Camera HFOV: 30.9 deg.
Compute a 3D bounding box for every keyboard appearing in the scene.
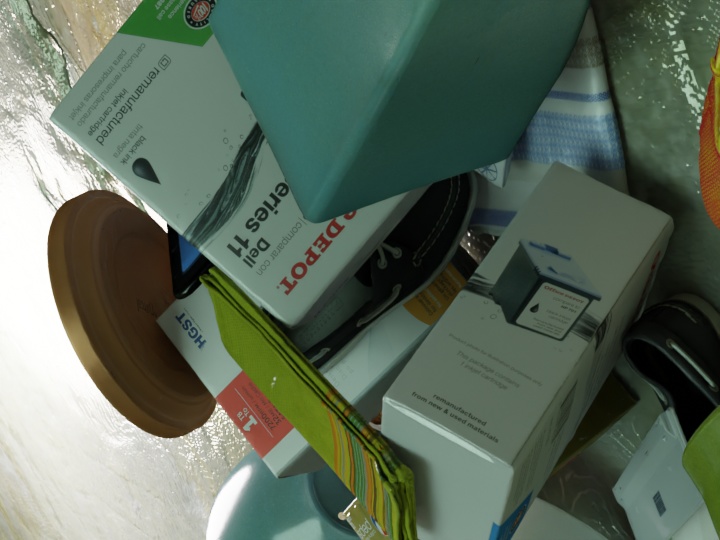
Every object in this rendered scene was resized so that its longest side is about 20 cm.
[{"bbox_3d":[0.189,0.141,0.830,0.200,0.011,0.056,84,163,-67],"label":"keyboard"}]

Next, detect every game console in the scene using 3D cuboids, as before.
[{"bbox_3d":[-0.111,-0.103,0.963,0.200,0.116,0.177,-118,12,-67],"label":"game console"}]

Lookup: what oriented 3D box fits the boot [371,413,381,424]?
[{"bbox_3d":[0.035,0.107,1.048,0.200,0.077,0.155,50,150,7],"label":"boot"}]

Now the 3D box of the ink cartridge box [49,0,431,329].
[{"bbox_3d":[-0.065,-0.081,0.807,0.200,0.147,0.083,40,-176,2],"label":"ink cartridge box"}]

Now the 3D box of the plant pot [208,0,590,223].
[{"bbox_3d":[0.029,-0.147,0.674,0.142,0.141,0.200,63,154,15],"label":"plant pot"}]

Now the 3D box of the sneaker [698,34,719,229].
[{"bbox_3d":[0.199,-0.094,0.656,0.073,0.077,0.201,33,141,32],"label":"sneaker"}]

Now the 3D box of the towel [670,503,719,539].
[{"bbox_3d":[0.270,0.198,0.840,0.200,0.031,0.150,13,126,49],"label":"towel"}]

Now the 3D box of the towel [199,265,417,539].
[{"bbox_3d":[-0.033,0.083,0.776,0.200,0.018,0.086,44,153,35],"label":"towel"}]

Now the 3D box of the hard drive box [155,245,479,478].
[{"bbox_3d":[-0.024,0.027,0.955,0.200,0.077,0.156,-45,73,13],"label":"hard drive box"}]

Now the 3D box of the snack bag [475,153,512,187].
[{"bbox_3d":[0.040,-0.176,0.818,0.188,0.021,0.201,38,139,28],"label":"snack bag"}]

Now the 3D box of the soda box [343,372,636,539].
[{"bbox_3d":[0.088,0.126,0.869,0.068,0.200,0.064,51,151,13],"label":"soda box"}]

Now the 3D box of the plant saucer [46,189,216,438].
[{"bbox_3d":[-0.164,0.029,0.995,0.032,0.200,0.201,-25,96,18],"label":"plant saucer"}]

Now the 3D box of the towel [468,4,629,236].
[{"bbox_3d":[0.100,-0.107,0.830,0.147,0.024,0.201,12,125,49],"label":"towel"}]

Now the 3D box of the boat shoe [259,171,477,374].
[{"bbox_3d":[0.000,0.000,0.874,0.076,0.060,0.200,41,101,18],"label":"boat shoe"}]

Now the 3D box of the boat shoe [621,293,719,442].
[{"bbox_3d":[0.216,0.115,0.790,0.073,0.063,0.201,-29,83,48],"label":"boat shoe"}]

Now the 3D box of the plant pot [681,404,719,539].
[{"bbox_3d":[0.272,0.134,0.660,0.193,0.200,0.201,57,150,27],"label":"plant pot"}]

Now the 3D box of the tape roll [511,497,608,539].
[{"bbox_3d":[0.105,0.267,0.964,0.202,0.139,0.203,26,152,15],"label":"tape roll"}]

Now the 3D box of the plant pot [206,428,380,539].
[{"bbox_3d":[-0.018,0.204,1.082,0.200,0.200,0.135,49,146,16],"label":"plant pot"}]

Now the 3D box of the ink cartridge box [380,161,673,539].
[{"bbox_3d":[0.096,0.059,0.775,0.086,0.200,0.147,27,148,17],"label":"ink cartridge box"}]
